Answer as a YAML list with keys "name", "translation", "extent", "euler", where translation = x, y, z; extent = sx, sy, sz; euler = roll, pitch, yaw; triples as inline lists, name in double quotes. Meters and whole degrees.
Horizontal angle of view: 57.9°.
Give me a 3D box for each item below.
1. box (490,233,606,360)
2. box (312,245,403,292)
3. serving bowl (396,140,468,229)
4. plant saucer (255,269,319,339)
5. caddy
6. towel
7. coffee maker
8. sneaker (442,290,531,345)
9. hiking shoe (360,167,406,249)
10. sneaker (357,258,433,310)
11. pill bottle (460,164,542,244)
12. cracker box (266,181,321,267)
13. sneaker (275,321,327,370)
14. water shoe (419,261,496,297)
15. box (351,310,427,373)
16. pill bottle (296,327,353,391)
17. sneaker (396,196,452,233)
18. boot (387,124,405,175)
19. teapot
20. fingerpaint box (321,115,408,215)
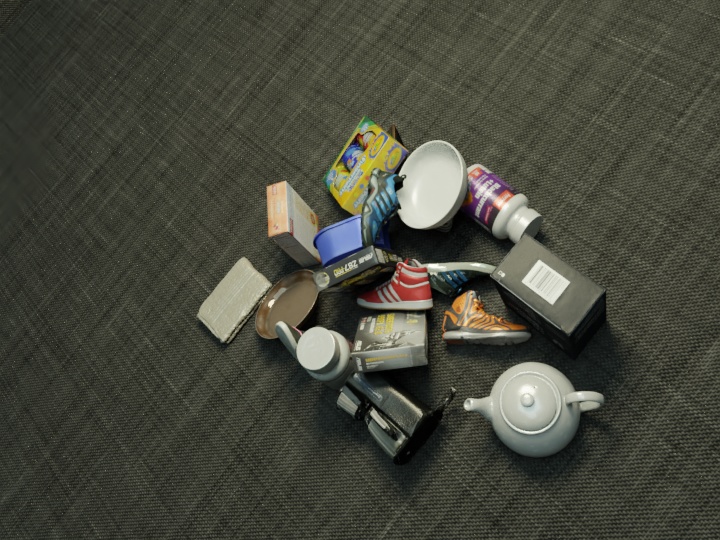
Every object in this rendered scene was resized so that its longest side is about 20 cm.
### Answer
- name: "box"
  translation: [0.385, 0.056, 1.319]
  extent: [0.118, 0.200, 0.196]
  euler: [-48, 61, -2]
- name: "box"
  translation: [0.000, 0.000, 1.484]
  extent: [0.158, 0.199, 0.050]
  euler: [-23, 81, 18]
- name: "serving bowl"
  translation: [0.171, -0.187, 1.480]
  extent: [0.197, 0.065, 0.206]
  euler: [-16, 68, 44]
- name: "plant saucer"
  translation: [-0.173, 0.088, 1.591]
  extent: [0.197, 0.032, 0.203]
  euler: [-25, 40, 23]
- name: "caddy"
  translation: [-0.018, -0.072, 1.565]
  extent: [0.196, 0.141, 0.107]
  euler: [-20, 66, 12]
- name: "towel"
  translation: [-0.327, 0.079, 1.690]
  extent: [0.132, 0.035, 0.201]
  euler: [38, 86, 28]
- name: "coffee maker"
  translation: [0.072, 0.283, 1.411]
  extent: [0.191, 0.136, 0.199]
  euler: [-37, 59, -24]
- name: "sneaker"
  translation: [0.273, 0.099, 1.417]
  extent: [0.195, 0.078, 0.115]
  euler: [-1, 70, 21]
- name: "hiking shoe"
  translation: [0.049, -0.138, 1.464]
  extent: [0.084, 0.075, 0.205]
  euler: [9, 71, 7]
- name: "sneaker"
  translation: [0.075, 0.031, 1.494]
  extent: [0.196, 0.071, 0.116]
  euler: [-1, 96, 33]
- name: "pill bottle"
  translation: [0.311, -0.144, 1.477]
  extent: [0.112, 0.111, 0.199]
  euler: [-47, 61, -2]
- name: "cracker box"
  translation: [-0.162, -0.109, 1.603]
  extent: [0.056, 0.200, 0.137]
  euler: [-12, 65, 15]
- name: "sneaker"
  translation: [-0.125, 0.151, 1.497]
  extent: [0.099, 0.201, 0.070]
  euler: [-44, 52, -13]
- name: "water shoe"
  translation: [0.219, 0.021, 1.486]
  extent: [0.195, 0.071, 0.081]
  euler: [-1, 90, 26]
- name: "box"
  translation: [0.068, 0.148, 1.410]
  extent: [0.154, 0.201, 0.050]
  euler: [-9, 108, 10]
- name: "pill bottle"
  translation: [-0.062, 0.198, 1.441]
  extent: [0.107, 0.200, 0.112]
  euler: [-8, 66, 18]
- name: "sneaker"
  translation: [0.149, -0.176, 1.586]
  extent: [0.196, 0.076, 0.117]
  euler: [24, 74, 17]
- name: "boot"
  translation: [0.064, -0.282, 1.650]
  extent: [0.095, 0.075, 0.204]
  euler: [-20, 51, 21]
- name: "teapot"
  translation: [0.343, 0.268, 1.284]
  extent: [0.201, 0.146, 0.197]
  euler: [-47, 61, -3]
- name: "fingerpaint box"
  translation: [0.006, -0.257, 1.605]
  extent: [0.202, 0.072, 0.168]
  euler: [-54, 36, 14]
